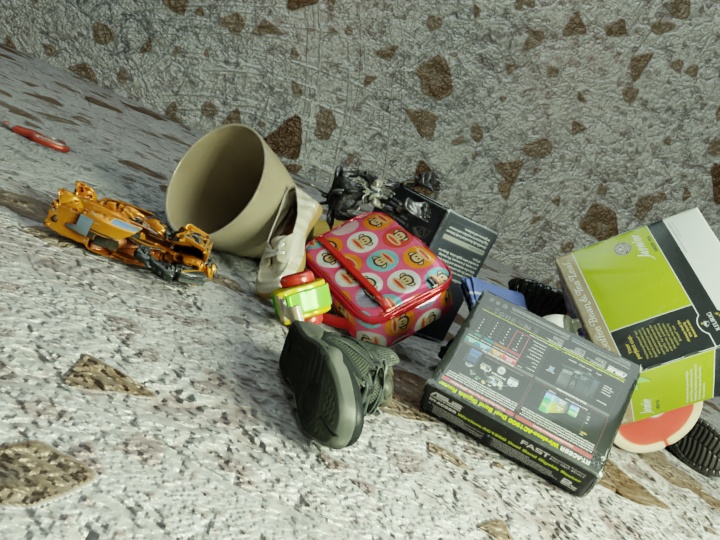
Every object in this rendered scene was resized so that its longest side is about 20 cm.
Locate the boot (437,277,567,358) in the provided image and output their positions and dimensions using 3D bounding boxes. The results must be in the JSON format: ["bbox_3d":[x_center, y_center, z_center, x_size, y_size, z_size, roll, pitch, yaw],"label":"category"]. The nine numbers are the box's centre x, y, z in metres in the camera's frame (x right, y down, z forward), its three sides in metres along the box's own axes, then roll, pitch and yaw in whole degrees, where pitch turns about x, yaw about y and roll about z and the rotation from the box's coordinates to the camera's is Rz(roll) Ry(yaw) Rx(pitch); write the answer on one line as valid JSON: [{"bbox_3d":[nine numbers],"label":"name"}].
[{"bbox_3d":[0.210,0.082,1.036,0.211,0.158,0.079,19,-1,-39],"label":"boot"}]

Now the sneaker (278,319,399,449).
[{"bbox_3d":[-0.005,0.105,0.661,0.114,0.076,0.199,15,7,-16],"label":"sneaker"}]

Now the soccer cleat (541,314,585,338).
[{"bbox_3d":[0.252,0.146,0.902,0.086,0.200,0.070,-12,17,26],"label":"soccer cleat"}]

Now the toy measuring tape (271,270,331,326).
[{"bbox_3d":[-0.062,0.036,0.838,0.073,0.074,0.200,22,-3,-12],"label":"toy measuring tape"}]

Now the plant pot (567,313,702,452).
[{"bbox_3d":[0.393,0.158,1.063,0.200,0.201,0.177,21,20,-18],"label":"plant pot"}]

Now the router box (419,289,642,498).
[{"bbox_3d":[0.187,0.130,0.790,0.200,0.062,0.150,27,54,16],"label":"router box"}]

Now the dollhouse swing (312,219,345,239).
[{"bbox_3d":[-0.119,-0.129,1.317,0.175,0.182,0.200,-14,14,-2],"label":"dollhouse swing"}]

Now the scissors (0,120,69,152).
[{"bbox_3d":[-0.616,-0.254,1.270,0.200,0.014,0.073,22,12,-26],"label":"scissors"}]

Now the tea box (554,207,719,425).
[{"bbox_3d":[0.381,0.060,0.924,0.134,0.196,0.200,60,15,-48],"label":"tea box"}]

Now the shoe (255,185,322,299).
[{"bbox_3d":[-0.106,-0.042,0.991,0.053,0.070,0.200,57,33,-33],"label":"shoe"}]

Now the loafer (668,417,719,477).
[{"bbox_3d":[0.517,0.255,1.135,0.071,0.073,0.200,16,13,-34],"label":"loafer"}]

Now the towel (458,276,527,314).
[{"bbox_3d":[0.192,0.110,0.930,0.145,0.024,0.200,16,56,-45],"label":"towel"}]

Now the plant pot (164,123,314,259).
[{"bbox_3d":[-0.163,-0.094,1.115,0.187,0.188,0.200,32,-3,39],"label":"plant pot"}]

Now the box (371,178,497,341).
[{"bbox_3d":[0.090,-0.021,1.187,0.117,0.200,0.197,21,10,-32],"label":"box"}]

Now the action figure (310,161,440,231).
[{"bbox_3d":[0.020,-0.106,1.118,0.200,0.119,0.102,2,-20,31],"label":"action figure"}]

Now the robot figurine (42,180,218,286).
[{"bbox_3d":[-0.262,-0.041,0.860,0.200,0.058,0.145,22,11,-13],"label":"robot figurine"}]

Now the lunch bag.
[{"bbox_3d":[0.011,0.015,0.991,0.176,0.082,0.200,-27,46,-21],"label":"lunch bag"}]
